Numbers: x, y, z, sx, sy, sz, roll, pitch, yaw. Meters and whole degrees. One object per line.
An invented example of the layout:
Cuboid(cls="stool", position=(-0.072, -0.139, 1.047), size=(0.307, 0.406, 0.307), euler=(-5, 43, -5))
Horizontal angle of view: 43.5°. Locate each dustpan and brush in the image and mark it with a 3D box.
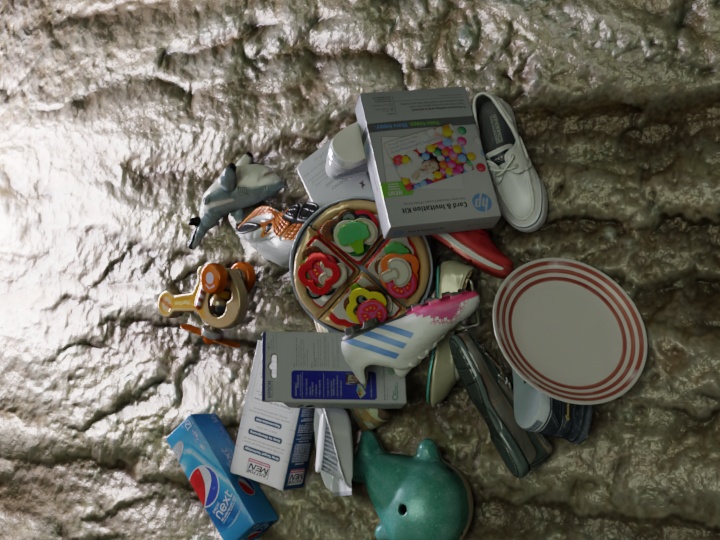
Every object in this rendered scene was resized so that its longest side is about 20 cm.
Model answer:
Cuboid(cls="dustpan and brush", position=(-0.048, 0.212, 1.267), size=(0.057, 0.140, 0.202), euler=(5, 74, -12))

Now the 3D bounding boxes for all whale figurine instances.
Cuboid(cls="whale figurine", position=(0.053, 0.296, 1.208), size=(0.199, 0.103, 0.160), euler=(33, 99, 31))

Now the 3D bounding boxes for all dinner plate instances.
Cuboid(cls="dinner plate", position=(0.257, 0.075, 1.115), size=(0.198, 0.024, 0.202), euler=(5, 60, -9))

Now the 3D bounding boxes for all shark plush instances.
Cuboid(cls="shark plush", position=(-0.214, -0.099, 1.438), size=(0.200, 0.091, 0.083), euler=(-43, 95, 11))

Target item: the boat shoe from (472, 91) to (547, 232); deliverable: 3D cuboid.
Cuboid(cls="boat shoe", position=(0.192, -0.147, 1.218), size=(0.073, 0.065, 0.202), euler=(-28, 70, 22))

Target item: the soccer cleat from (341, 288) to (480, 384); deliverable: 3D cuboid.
Cuboid(cls="soccer cleat", position=(0.072, 0.088, 1.182), size=(0.198, 0.070, 0.087), euler=(-21, 89, 16))

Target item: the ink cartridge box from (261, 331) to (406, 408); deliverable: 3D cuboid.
Cuboid(cls="ink cartridge box", position=(-0.037, 0.136, 1.227), size=(0.198, 0.039, 0.101), euler=(3, 69, -10))

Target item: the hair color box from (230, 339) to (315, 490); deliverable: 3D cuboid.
Cuboid(cls="hair color box", position=(-0.119, 0.212, 1.339), size=(0.099, 0.060, 0.202), euler=(11, 88, 30))

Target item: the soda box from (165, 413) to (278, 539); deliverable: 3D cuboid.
Cuboid(cls="soda box", position=(-0.211, 0.315, 1.371), size=(0.064, 0.068, 0.201), euler=(-44, 65, 16))

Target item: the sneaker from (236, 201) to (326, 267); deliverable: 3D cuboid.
Cuboid(cls="sneaker", position=(-0.095, -0.045, 1.335), size=(0.199, 0.092, 0.076), euler=(9, 53, 51))

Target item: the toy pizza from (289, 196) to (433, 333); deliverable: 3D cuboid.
Cuboid(cls="toy pizza", position=(0.000, 0.000, 1.231), size=(0.198, 0.032, 0.203), euler=(1, 105, 4))

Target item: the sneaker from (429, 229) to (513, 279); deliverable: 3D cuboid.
Cuboid(cls="sneaker", position=(0.145, -0.083, 1.230), size=(0.199, 0.078, 0.116), euler=(36, 93, 17))

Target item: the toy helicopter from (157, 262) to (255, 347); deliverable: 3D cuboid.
Cuboid(cls="toy helicopter", position=(-0.253, 0.059, 1.442), size=(0.198, 0.079, 0.134), euler=(-6, 89, 39))

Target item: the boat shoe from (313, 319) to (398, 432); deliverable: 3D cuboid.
Cuboid(cls="boat shoe", position=(-0.025, 0.138, 1.298), size=(0.076, 0.071, 0.201), euler=(-40, 65, 31))

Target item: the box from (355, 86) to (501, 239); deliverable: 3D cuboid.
Cuboid(cls="box", position=(0.087, -0.146, 1.201), size=(0.154, 0.041, 0.202), euler=(-6, 69, -14))

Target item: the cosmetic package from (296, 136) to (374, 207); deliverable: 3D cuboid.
Cuboid(cls="cosmetic package", position=(-0.004, -0.090, 1.315), size=(0.101, 0.074, 0.201), euler=(-35, 66, 21))

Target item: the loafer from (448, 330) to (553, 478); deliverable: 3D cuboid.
Cuboid(cls="loafer", position=(0.181, 0.165, 1.168), size=(0.062, 0.072, 0.202), euler=(-25, 87, -12))

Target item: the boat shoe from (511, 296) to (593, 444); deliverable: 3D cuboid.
Cuboid(cls="boat shoe", position=(0.244, 0.122, 1.154), size=(0.071, 0.090, 0.202), euler=(-40, 35, 48))

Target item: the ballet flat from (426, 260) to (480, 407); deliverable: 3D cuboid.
Cuboid(cls="ballet flat", position=(0.129, 0.086, 1.223), size=(0.069, 0.069, 0.202), euler=(2, 84, 29))

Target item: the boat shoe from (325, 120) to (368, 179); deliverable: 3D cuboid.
Cuboid(cls="boat shoe", position=(0.031, -0.184, 1.273), size=(0.072, 0.200, 0.069), euler=(48, 149, 6))
